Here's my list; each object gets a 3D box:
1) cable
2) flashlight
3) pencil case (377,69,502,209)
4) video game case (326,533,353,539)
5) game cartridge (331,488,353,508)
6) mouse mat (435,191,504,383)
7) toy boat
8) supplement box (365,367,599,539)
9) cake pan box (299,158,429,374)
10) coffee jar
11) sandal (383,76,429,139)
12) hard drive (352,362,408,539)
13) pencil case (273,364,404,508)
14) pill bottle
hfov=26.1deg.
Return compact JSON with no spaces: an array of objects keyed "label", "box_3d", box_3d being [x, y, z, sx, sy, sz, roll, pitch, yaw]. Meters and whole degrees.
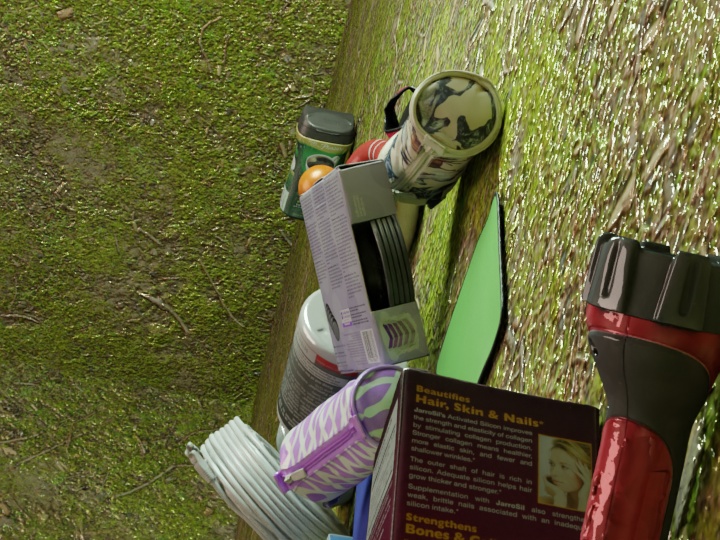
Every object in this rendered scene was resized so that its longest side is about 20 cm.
[{"label":"cable","box_3d":[-0.093,0.249,1.705,0.069,0.200,0.200,-44,-13,-3]},{"label":"flashlight","box_3d":[0.110,0.088,0.650,0.068,0.067,0.202,-150,72,-81]},{"label":"pencil case","box_3d":[0.066,-0.112,1.362,0.090,0.077,0.200,-63,2,-14]},{"label":"video game case","box_3d":[-0.032,0.394,1.532,0.200,0.045,0.183,-91,13,-64]},{"label":"game cartridge","box_3d":[-0.017,0.180,1.839,0.133,0.040,0.202,112,168,-78]},{"label":"mouse mat","box_3d":[0.085,0.057,1.228,0.162,0.007,0.201,-86,10,-50]},{"label":"toy boat","box_3d":[-0.005,-0.086,1.733,0.200,0.130,0.132,-128,47,-82]},{"label":"supplement box","box_3d":[0.059,0.160,0.782,0.086,0.109,0.201,107,172,-47]},{"label":"cake pan box","box_3d":[0.000,0.000,1.455,0.200,0.052,0.186,153,102,-76]},{"label":"coffee jar","box_3d":[-0.074,-0.188,2.716,0.086,0.103,0.201,-94,17,-59]},{"label":"sandal","box_3d":[0.052,-0.181,1.782,0.200,0.045,0.076,132,148,-78]},{"label":"hard drive","box_3d":[0.018,0.197,1.512,0.201,0.025,0.133,-85,9,-46]},{"label":"pencil case","box_3d":[-0.011,0.151,1.408,0.084,0.085,0.200,64,148,13]},{"label":"pill bottle","box_3d":[-0.027,0.123,1.654,0.114,0.113,0.201,-85,9,-48]}]
